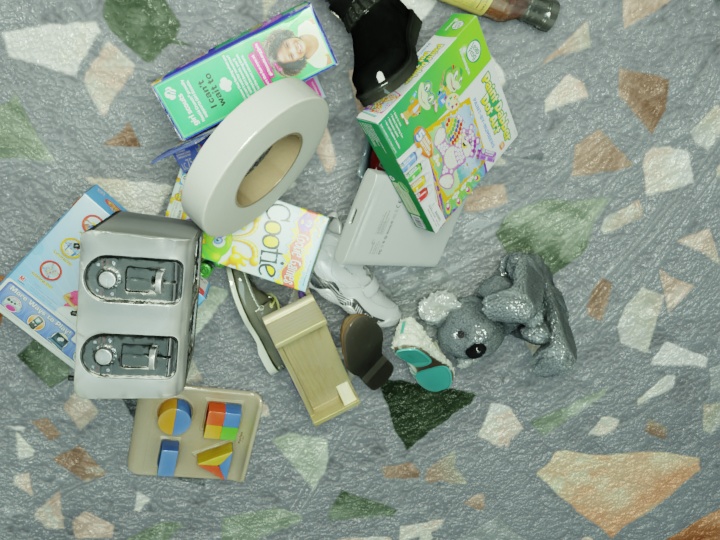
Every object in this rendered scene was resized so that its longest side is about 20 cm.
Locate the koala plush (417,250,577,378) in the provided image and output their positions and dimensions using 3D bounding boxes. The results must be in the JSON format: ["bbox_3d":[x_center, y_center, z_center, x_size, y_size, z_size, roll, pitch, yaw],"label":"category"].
[{"bbox_3d":[0.204,0.077,1.051,0.199,0.184,0.177,-28,119,29],"label":"koala plush"}]

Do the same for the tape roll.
[{"bbox_3d":[-0.115,-0.123,0.763,0.037,0.203,0.203,41,106,9],"label":"tape roll"}]

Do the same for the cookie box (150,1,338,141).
[{"bbox_3d":[-0.135,-0.245,0.819,0.199,0.171,0.076,-26,113,4],"label":"cookie box"}]

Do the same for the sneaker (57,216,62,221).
[{"bbox_3d":[-0.346,0.013,0.941,0.200,0.076,0.116,30,98,-5],"label":"sneaker"}]

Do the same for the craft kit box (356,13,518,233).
[{"bbox_3d":[0.109,-0.186,0.881,0.198,0.048,0.200,-52,135,-17],"label":"craft kit box"}]

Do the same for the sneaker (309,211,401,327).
[{"bbox_3d":[0.000,0.000,1.010,0.199,0.075,0.115,32,109,-18],"label":"sneaker"}]

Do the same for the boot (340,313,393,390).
[{"bbox_3d":[-0.007,0.113,1.023,0.074,0.075,0.200,-41,150,-13],"label":"boot"}]

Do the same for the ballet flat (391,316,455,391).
[{"bbox_3d":[0.104,0.131,1.084,0.071,0.072,0.200,-29,144,6],"label":"ballet flat"}]

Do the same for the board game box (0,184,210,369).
[{"bbox_3d":[-0.337,0.028,0.887,0.196,0.056,0.200,-43,108,9],"label":"board game box"}]

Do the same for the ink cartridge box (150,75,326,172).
[{"bbox_3d":[-0.146,-0.173,0.824,0.200,0.119,0.042,-40,113,-37],"label":"ink cartridge box"}]

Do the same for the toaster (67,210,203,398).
[{"bbox_3d":[-0.249,0.033,0.776,0.118,0.200,0.182,6,101,-10],"label":"toaster"}]

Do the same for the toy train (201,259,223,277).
[{"bbox_3d":[-0.226,-0.022,0.987,0.199,0.042,0.057,-32,105,7],"label":"toy train"}]

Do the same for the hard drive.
[{"bbox_3d":[0.062,-0.069,0.956,0.199,0.027,0.133,1,119,-45],"label":"hard drive"}]

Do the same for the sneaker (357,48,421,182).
[{"bbox_3d":[0.054,-0.193,0.901,0.079,0.095,0.201,28,113,19],"label":"sneaker"}]

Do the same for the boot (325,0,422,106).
[{"bbox_3d":[-0.005,-0.302,0.802,0.079,0.212,0.158,-27,124,29],"label":"boot"}]

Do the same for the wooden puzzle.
[{"bbox_3d":[-0.274,0.276,1.118,0.198,0.046,0.186,11,114,-13],"label":"wooden puzzle"}]

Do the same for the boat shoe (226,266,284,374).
[{"bbox_3d":[-0.145,0.069,1.026,0.060,0.072,0.203,-20,123,0],"label":"boat shoe"}]

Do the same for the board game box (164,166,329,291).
[{"bbox_3d":[-0.150,-0.054,0.909,0.199,0.103,0.106,18,92,-3],"label":"board game box"}]

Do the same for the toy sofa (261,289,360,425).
[{"bbox_3d":[-0.076,0.128,1.018,0.082,0.098,0.201,-26,131,-8],"label":"toy sofa"}]

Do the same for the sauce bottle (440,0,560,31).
[{"bbox_3d":[0.160,-0.359,0.870,0.199,0.066,0.066,14,113,-17],"label":"sauce bottle"}]
